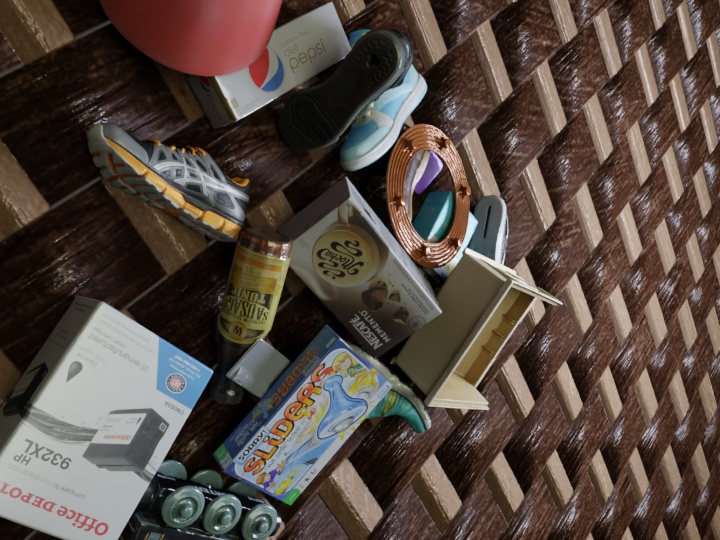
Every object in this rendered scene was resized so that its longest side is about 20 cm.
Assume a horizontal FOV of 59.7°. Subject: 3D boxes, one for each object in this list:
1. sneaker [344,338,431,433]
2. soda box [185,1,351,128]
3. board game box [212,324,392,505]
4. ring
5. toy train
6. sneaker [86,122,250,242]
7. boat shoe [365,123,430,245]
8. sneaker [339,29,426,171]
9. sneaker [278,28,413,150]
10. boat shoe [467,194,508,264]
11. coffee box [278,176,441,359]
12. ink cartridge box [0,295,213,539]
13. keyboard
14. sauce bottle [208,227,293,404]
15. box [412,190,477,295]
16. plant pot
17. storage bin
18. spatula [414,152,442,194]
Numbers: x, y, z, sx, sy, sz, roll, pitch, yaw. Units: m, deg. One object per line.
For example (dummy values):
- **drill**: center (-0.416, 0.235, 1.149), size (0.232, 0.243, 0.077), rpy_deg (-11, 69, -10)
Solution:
- **sneaker**: center (0.023, 0.175, 0.885), size (0.200, 0.077, 0.080), rpy_deg (42, 84, -27)
- **soda box**: center (-0.104, -0.247, 0.749), size (0.200, 0.063, 0.069), rpy_deg (-41, 116, -30)
- **board game box**: center (-0.065, 0.180, 0.768), size (0.200, 0.034, 0.135), rpy_deg (-49, 133, -5)
- **ring**: center (0.103, -0.104, 0.879), size (0.199, 0.019, 0.204), rpy_deg (3, 86, -48)
- **toy train**: center (-0.182, 0.290, 0.705), size (0.199, 0.085, 0.115), rpy_deg (32, 84, -38)
- **sneaker**: center (-0.198, -0.103, 0.674), size (0.200, 0.078, 0.078), rpy_deg (35, 71, -47)
- **boat shoe**: center (0.037, -0.113, 0.872), size (0.070, 0.070, 0.202), rpy_deg (36, 61, -42)
- **sneaker**: center (0.004, -0.236, 0.833), size (0.131, 0.079, 0.201), rpy_deg (52, 52, -31)
- **sneaker**: center (-0.011, -0.220, 0.766), size (0.077, 0.199, 0.114), rpy_deg (52, 34, -4)
- **boat shoe**: center (0.206, -0.018, 1.015), size (0.071, 0.071, 0.203), rpy_deg (17, 90, -56)
- **coffee box**: center (0.000, 0.000, 0.798), size (0.112, 0.080, 0.200), rpy_deg (-35, 115, 11)
- **ink cartridge box**: center (-0.265, 0.149, 0.620), size (0.145, 0.083, 0.202), rpy_deg (41, 67, -34)
- **keyboard**: center (-0.089, 0.145, 0.769), size (0.056, 0.011, 0.200), rpy_deg (-52, 142, -11)
- **sauce bottle**: center (-0.130, 0.054, 0.720), size (0.065, 0.066, 0.203), rpy_deg (6, 104, -40)
- **box**: center (0.101, -0.015, 0.942), size (0.082, 0.049, 0.202), rpy_deg (41, 67, -33)
- **plant pot**: center (-0.146, -0.322, 0.601), size (0.198, 0.177, 0.203), rpy_deg (9, 71, -26)
- **storage bin**: center (0.174, 0.093, 0.914), size (0.198, 0.094, 0.201), rpy_deg (18, 108, -50)
- **spatula**: center (0.059, -0.096, 0.921), size (0.057, 0.020, 0.201), rpy_deg (45, 65, -34)
